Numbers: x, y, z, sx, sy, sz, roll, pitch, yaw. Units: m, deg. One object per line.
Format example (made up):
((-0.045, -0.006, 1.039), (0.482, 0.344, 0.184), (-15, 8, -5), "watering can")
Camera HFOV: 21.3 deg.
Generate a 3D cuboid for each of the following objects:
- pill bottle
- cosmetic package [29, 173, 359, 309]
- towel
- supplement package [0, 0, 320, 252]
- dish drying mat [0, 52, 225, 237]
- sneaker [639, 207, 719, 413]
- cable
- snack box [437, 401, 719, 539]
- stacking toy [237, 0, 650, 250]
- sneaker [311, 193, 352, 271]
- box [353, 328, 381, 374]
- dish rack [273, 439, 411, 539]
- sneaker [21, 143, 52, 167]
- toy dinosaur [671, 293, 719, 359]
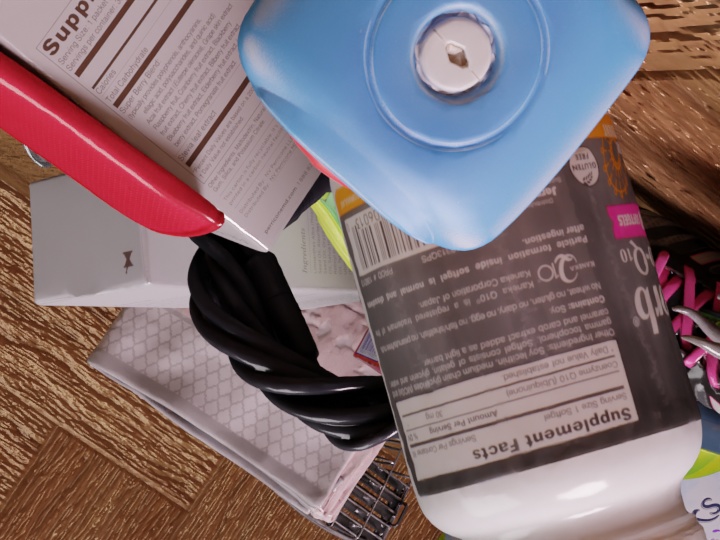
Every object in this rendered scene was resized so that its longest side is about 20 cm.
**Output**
((0.066, 0.037, 0.746), (0.116, 0.116, 0.201), (125, 129, -82), "pill bottle")
((-0.074, -0.018, 1.066), (0.200, 0.072, 0.101), (2, 172, -45), "cosmetic package")
((-0.049, 0.027, 1.196), (0.200, 0.191, 0.032), (31, 176, 20), "towel")
((-0.103, -0.118, 0.812), (0.200, 0.120, 0.121), (39, 170, -33), "supplement package")
((-0.146, -0.073, 0.761), (0.200, 0.018, 0.077), (37, 167, -22), "dish drying mat")
((0.157, 0.027, 0.826), (0.200, 0.074, 0.087), (31, 173, -14), "sneaker")
((0.000, 0.000, 0.873), (0.163, 0.200, 0.051), (10, 133, -5), "cable")
((0.149, 0.135, 0.957), (0.168, 0.200, 0.068), (20, -139, -18), "snack box")
((0.004, -0.093, 0.690), (0.116, 0.110, 0.200), (40, -178, -22), "stacking toy")
((-0.007, -0.064, 1.000), (0.083, 0.074, 0.200), (-15, 132, 46), "sneaker")
((0.097, 0.047, 1.064), (0.095, 0.100, 0.200), (34, 172, -29), "box")
((0.003, 0.074, 1.273), (0.054, 0.200, 0.153), (8, 156, 46), "dish rack")
((-0.120, -0.090, 1.064), (0.200, 0.115, 0.075), (37, 172, -20), "sneaker")
((0.210, 0.083, 0.734), (0.200, 0.102, 0.077), (65, -173, 15), "toy dinosaur")
